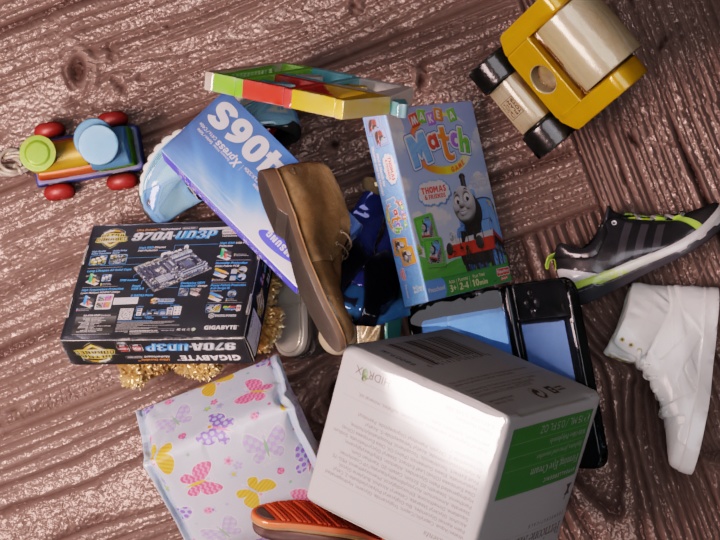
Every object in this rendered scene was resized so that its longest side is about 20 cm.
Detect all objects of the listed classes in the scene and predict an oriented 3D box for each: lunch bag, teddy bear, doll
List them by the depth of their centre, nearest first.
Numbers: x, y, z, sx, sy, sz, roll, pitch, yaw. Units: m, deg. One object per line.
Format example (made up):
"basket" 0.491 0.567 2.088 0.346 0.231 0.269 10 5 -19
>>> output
"doll" 0.000 0.000 1.627 0.136 0.048 0.200 16 63 7
"lunch bag" -0.124 0.214 1.650 0.169 0.127 0.200 -23 122 0
"teddy bear" -0.172 0.058 1.656 0.200 0.067 0.145 -3 60 18

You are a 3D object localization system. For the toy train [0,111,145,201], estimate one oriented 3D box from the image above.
"toy train" -0.338 -0.119 1.666 0.200 0.116 0.085 -9 89 2

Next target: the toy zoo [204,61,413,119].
"toy zoo" -0.038 -0.180 1.576 0.200 0.131 0.020 15 109 31

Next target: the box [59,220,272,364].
"box" -0.197 0.022 1.628 0.200 0.046 0.159 -2 50 11

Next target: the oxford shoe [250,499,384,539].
"oxford shoe" -0.029 0.284 1.604 0.200 0.071 0.073 17 99 -30

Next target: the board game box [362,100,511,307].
"board game box" 0.082 -0.073 1.637 0.037 0.151 0.200 -14 89 41

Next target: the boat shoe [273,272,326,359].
"boat shoe" -0.058 -0.004 1.691 0.067 0.057 0.200 0 86 41

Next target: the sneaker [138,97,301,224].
"sneaker" -0.148 -0.117 1.659 0.200 0.078 0.090 -39 49 3

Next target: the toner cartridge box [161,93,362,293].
"toner cartridge box" -0.101 -0.080 1.600 0.200 0.043 0.095 44 81 5

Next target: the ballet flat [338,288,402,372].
"ballet flat" 0.010 0.088 1.685 0.065 0.071 0.200 1 86 27

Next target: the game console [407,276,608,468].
"game console" 0.153 0.119 1.648 0.116 0.176 0.200 -11 90 -26

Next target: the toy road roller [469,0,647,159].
"toy road roller" 0.221 -0.223 1.611 0.123 0.200 0.146 50 56 1

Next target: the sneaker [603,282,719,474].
"sneaker" 0.313 0.111 1.663 0.115 0.074 0.200 6 81 4

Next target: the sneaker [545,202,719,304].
"sneaker" 0.292 -0.037 1.660 0.200 0.072 0.083 -27 88 2

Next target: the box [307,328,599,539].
"box" 0.093 0.175 1.562 0.200 0.199 0.171 23 105 31

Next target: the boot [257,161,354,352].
"boot" -0.034 -0.019 1.532 0.075 0.074 0.200 -15 72 -17
